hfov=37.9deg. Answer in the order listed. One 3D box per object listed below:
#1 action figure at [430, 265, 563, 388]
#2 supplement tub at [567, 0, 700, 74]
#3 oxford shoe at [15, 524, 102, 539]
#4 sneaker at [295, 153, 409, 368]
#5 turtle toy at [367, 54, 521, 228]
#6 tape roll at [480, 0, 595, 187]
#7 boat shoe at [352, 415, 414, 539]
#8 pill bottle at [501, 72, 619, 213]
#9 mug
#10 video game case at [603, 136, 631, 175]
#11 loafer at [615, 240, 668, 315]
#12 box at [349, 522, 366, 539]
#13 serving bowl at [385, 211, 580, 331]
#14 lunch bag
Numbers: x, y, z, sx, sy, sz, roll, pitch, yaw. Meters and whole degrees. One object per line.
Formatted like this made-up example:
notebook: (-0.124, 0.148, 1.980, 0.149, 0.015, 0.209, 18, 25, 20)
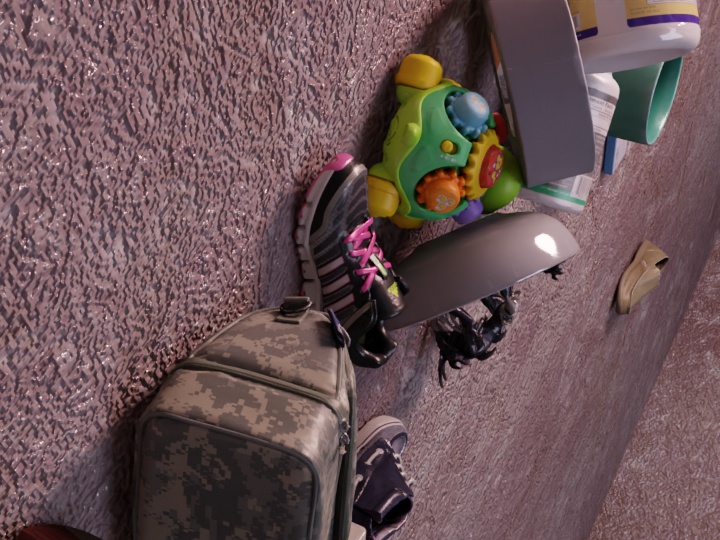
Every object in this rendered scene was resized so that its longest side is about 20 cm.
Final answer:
action figure: (0.134, 0.033, 1.170, 0.200, 0.102, 0.119, -48, 169, 13)
supplement tub: (0.258, -0.310, 1.060, 0.145, 0.145, 0.200, -10, 92, -64)
oxford shoe: (-0.205, 0.191, 0.574, 0.075, 0.070, 0.200, -66, 156, 1)
sneaker: (0.000, 0.000, 0.855, 0.074, 0.087, 0.200, -41, 142, -49)
turtle toy: (0.083, -0.100, 0.945, 0.200, 0.101, 0.146, 15, 93, -67)
tape roll: (0.164, -0.182, 0.981, 0.200, 0.066, 0.200, -13, 90, -84)
boat shoe: (0.022, 0.214, 1.056, 0.200, 0.093, 0.075, -30, 133, -57)
pill bottle: (0.226, -0.173, 1.190, 0.113, 0.113, 0.200, 3, 104, -66)
mug: (0.363, -0.264, 1.423, 0.185, 0.114, 0.152, -46, 146, -46)
video game case: (0.447, -0.270, 1.725, 0.200, 0.018, 0.143, -51, 149, -38)
loafer: (0.586, 0.017, 2.179, 0.200, 0.067, 0.076, -57, 153, -30)
box: (-0.078, 0.307, 0.889, 0.128, 0.109, 0.200, -37, 140, -53)
serving bowl: (0.105, -0.010, 1.002, 0.200, 0.200, 0.066, -22, 90, -60)
lunch bag: (-0.071, 0.138, 0.758, 0.168, 0.139, 0.200, -63, 162, -59)
